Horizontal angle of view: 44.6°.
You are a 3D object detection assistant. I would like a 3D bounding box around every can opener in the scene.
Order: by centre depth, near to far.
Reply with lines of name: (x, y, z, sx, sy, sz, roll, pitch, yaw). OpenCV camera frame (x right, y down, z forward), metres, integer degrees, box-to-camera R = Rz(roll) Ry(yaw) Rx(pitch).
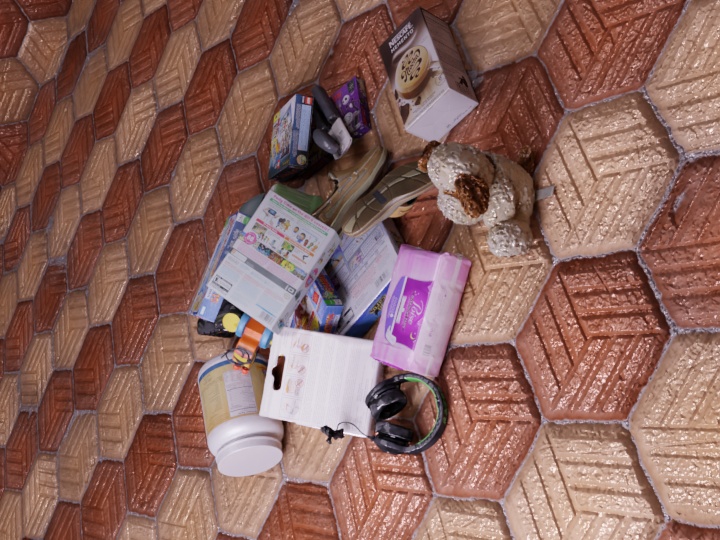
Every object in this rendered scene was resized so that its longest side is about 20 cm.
can opener: (-0.072, -0.291, 1.690, 0.053, 0.066, 0.201, -50, 45, 25)

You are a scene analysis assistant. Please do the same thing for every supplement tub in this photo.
supplement tub: (-0.225, 0.269, 1.658, 0.144, 0.144, 0.202, -41, 50, 32)

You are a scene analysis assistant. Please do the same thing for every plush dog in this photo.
plush dog: (0.175, -0.133, 1.308, 0.200, 0.171, 0.162, 44, 110, 48)

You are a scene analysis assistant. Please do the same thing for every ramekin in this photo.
ramekin: (-0.154, -0.065, 1.661, 0.201, 0.097, 0.201, -90, 26, -65)

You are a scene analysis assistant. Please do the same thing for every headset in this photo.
headset: (0.038, 0.233, 1.388, 0.198, 0.094, 0.125, -21, 63, 23)

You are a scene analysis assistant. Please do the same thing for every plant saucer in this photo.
plant saucer: (-0.249, -0.072, 1.805, 0.201, 0.038, 0.203, -159, 89, -83)

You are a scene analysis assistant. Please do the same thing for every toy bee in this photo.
toy bee: (-0.207, 0.129, 1.613, 0.131, 0.199, 0.109, 40, 133, 20)

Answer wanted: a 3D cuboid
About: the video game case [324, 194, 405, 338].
video game case: (0.000, 0.000, 1.566, 0.200, 0.045, 0.182, -49, 46, 27)

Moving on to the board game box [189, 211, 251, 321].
board game box: (-0.259, -0.006, 1.636, 0.202, 0.034, 0.135, -69, 15, -8)

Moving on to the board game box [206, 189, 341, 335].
board game box: (-0.148, -0.014, 1.513, 0.147, 0.064, 0.201, 32, 84, 16)

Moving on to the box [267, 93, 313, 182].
box: (-0.142, -0.260, 1.758, 0.200, 0.037, 0.139, 172, 103, -72)

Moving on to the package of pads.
package of pads: (0.096, 0.063, 1.408, 0.120, 0.075, 0.203, 12, 85, 54)

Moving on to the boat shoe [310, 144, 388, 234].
boat shoe: (-0.025, -0.154, 1.579, 0.201, 0.076, 0.072, -57, 10, -16)

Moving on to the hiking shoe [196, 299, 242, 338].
hiking shoe: (-0.277, 0.080, 1.767, 0.199, 0.075, 0.102, -18, 66, 62)

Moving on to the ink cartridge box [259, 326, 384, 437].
ink cartridge box: (-0.062, 0.188, 1.500, 0.197, 0.050, 0.163, 7, 82, 18)

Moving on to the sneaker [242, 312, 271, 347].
sneaker: (-0.200, 0.056, 1.738, 0.200, 0.075, 0.115, -115, 29, -43)

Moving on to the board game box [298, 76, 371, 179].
board game box: (-0.059, -0.282, 1.747, 0.199, 0.032, 0.121, -33, 50, 38)

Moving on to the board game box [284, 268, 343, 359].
board game box: (-0.094, 0.099, 1.598, 0.136, 0.034, 0.202, 60, 140, 45)

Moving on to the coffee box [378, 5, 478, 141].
coffee box: (0.115, -0.339, 1.521, 0.113, 0.079, 0.202, -40, 50, 34)

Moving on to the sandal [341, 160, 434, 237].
sandal: (0.057, -0.119, 1.512, 0.199, 0.054, 0.081, -37, 45, 4)
